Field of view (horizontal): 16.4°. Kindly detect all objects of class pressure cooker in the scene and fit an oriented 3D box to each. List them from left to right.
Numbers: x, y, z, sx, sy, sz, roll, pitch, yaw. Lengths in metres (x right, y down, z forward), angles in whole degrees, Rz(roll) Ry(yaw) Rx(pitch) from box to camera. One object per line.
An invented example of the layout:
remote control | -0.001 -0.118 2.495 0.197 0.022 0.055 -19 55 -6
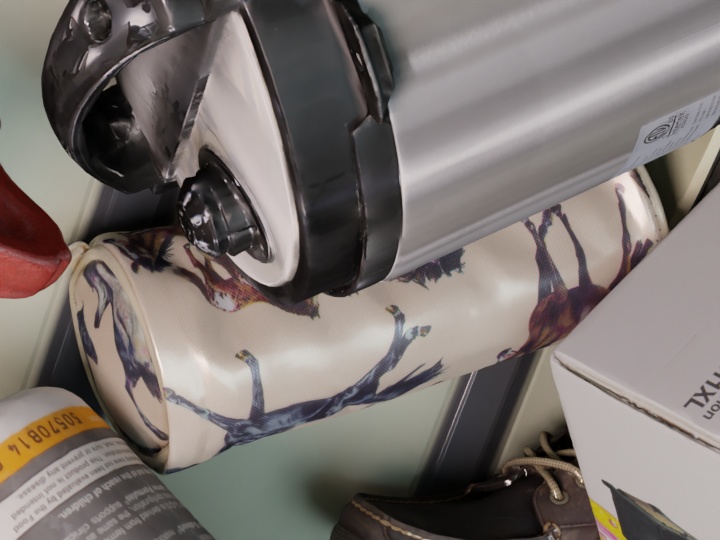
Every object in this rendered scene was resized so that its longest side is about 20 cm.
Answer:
pressure cooker | 0.000 -0.087 0.727 0.199 0.179 0.177 -25 128 -15

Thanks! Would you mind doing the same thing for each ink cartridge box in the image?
ink cartridge box | 0.157 0.062 0.871 0.146 0.083 0.201 -43 138 -22

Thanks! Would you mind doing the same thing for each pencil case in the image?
pencil case | 0.000 0.000 0.837 0.199 0.090 0.078 -18 159 -18

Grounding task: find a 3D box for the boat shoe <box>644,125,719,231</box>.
boat shoe | 0.145 -0.098 0.863 0.063 0.074 0.203 13 105 -24

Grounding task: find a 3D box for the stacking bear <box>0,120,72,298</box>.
stacking bear | -0.193 0.032 0.737 0.113 0.122 0.201 21 112 -37

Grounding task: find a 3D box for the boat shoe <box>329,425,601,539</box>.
boat shoe | 0.073 0.094 0.939 0.199 0.074 0.074 10 101 -41

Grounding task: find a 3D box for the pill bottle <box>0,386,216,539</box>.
pill bottle | -0.070 0.143 0.789 0.116 0.200 0.116 -42 166 -13
